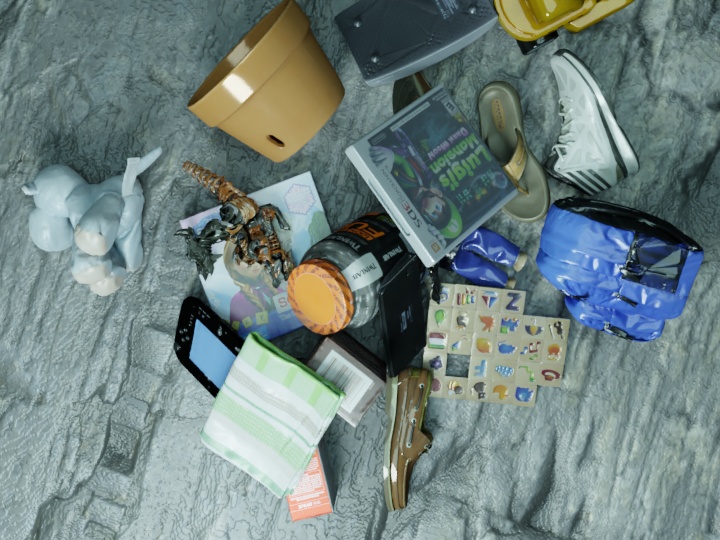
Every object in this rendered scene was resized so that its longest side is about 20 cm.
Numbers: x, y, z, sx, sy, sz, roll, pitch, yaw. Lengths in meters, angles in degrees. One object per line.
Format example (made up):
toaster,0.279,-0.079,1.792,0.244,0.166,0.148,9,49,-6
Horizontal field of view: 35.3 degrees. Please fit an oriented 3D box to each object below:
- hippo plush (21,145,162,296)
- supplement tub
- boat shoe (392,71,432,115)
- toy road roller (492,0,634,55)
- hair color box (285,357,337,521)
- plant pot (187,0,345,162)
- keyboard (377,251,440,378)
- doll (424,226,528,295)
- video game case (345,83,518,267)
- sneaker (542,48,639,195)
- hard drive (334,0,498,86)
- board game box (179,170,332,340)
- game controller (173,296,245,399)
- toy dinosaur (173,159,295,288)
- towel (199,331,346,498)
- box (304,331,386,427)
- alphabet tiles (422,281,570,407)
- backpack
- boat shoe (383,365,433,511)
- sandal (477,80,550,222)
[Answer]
hippo plush,-0.383,-0.077,1.521,0.159,0.159,0.203,17,111,11
supplement tub,0.000,0.000,1.489,0.121,0.199,0.124,17,121,30
boat shoe,0.107,-0.184,1.562,0.073,0.075,0.203,-15,79,-34
toy road roller,0.273,-0.383,1.510,0.198,0.146,0.124,-27,92,1
hair color box,-0.085,0.228,1.552,0.063,0.111,0.203,-12,91,2
plant pot,-0.114,-0.242,1.509,0.140,0.200,0.200,43,92,-18
keyboard,0.067,0.046,1.497,0.020,0.201,0.127,32,61,28
doll,0.128,-0.032,1.572,0.198,0.048,0.138,27,91,-1
video game case,0.097,-0.128,1.471,0.199,0.023,0.183,-38,93,-38
sneaker,0.289,-0.195,1.551,0.114,0.076,0.202,-30,94,0
hard drive,0.077,-0.337,1.542,0.198,0.042,0.136,-26,64,2
board game box,-0.126,-0.010,1.579,0.197,0.041,0.202,-21,91,1
game controller,-0.191,0.119,1.525,0.042,0.199,0.106,-17,129,-36
toy dinosaur,-0.174,-0.056,1.527,0.135,0.102,0.200,-38,72,-13
towel,-0.117,0.188,1.435,0.148,0.031,0.201,31,126,5
box,-0.022,0.134,1.503,0.100,0.200,0.075,38,95,0
alphabet tiles,0.188,0.105,1.575,0.197,0.008,0.170,5,106,1
backpack,0.332,-0.006,1.515,0.197,0.163,0.170,20,95,-1
boat shoe,0.067,0.234,1.566,0.067,0.072,0.204,2,94,5
sandal,0.201,-0.162,1.553,0.079,0.054,0.203,-15,90,25
